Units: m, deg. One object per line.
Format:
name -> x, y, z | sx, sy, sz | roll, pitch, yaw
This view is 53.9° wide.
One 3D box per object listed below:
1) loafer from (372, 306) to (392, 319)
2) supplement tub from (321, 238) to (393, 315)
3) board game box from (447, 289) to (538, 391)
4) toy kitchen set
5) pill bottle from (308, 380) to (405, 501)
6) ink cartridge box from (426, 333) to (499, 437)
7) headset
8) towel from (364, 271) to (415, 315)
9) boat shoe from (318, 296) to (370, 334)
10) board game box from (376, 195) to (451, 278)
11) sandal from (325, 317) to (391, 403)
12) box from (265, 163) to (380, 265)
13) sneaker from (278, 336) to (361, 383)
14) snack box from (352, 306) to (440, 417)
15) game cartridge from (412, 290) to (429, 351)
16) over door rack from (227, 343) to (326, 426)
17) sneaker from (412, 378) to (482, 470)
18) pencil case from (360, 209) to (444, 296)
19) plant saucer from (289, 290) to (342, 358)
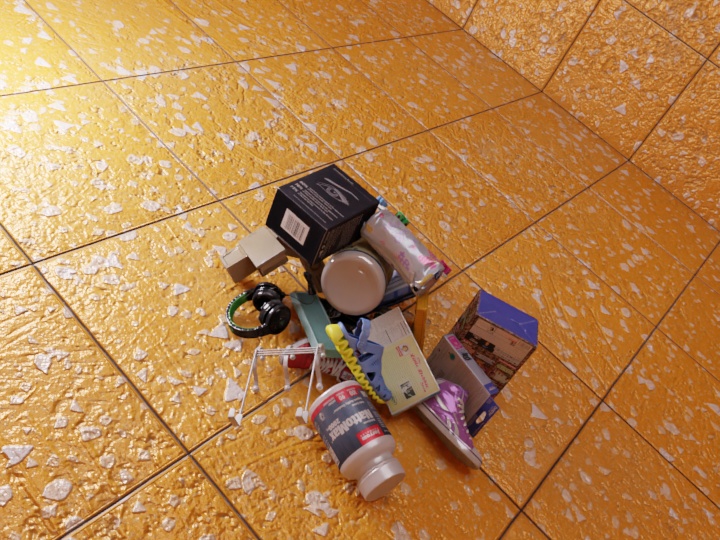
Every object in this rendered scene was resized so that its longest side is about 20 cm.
loafer -> 0.064, 0.176, 1.557 | 0.069, 0.075, 0.203 | -7, 67, -28
supplement tub -> 0.000, 0.000, 1.598 | 0.144, 0.146, 0.200 | 30, 22, 0
board game box -> 0.290, 0.173, 1.629 | 0.158, 0.201, 0.097 | 28, 37, -3
toy kitchen set -> -0.173, 0.011, 1.565 | 0.198, 0.182, 0.163 | -31, 29, -10
pill bottle -> -0.003, 0.323, 1.340 | 0.118, 0.120, 0.201 | -10, 53, -40
ink cartridge box -> 0.225, 0.253, 1.564 | 0.042, 0.120, 0.201 | -9, 52, -41
headset -> -0.188, 0.066, 1.482 | 0.197, 0.095, 0.124 | -18, 43, -11
towel -> 0.071, 0.028, 1.686 | 0.024, 0.145, 0.201 | 60, 17, -23
boat shoe -> -0.059, 0.097, 1.599 | 0.198, 0.063, 0.075 | 29, 40, 0
board game box -> 0.120, -0.084, 1.677 | 0.200, 0.026, 0.200 | 47, 1, -23
sandal -> 0.014, 0.176, 1.415 | 0.202, 0.086, 0.079 | 60, -9, -17
box -> -0.078, -0.123, 1.505 | 0.148, 0.105, 0.199 | 40, 40, 17
sneaker -> -0.068, 0.198, 1.474 | 0.198, 0.072, 0.113 | -5, 47, -39
snack box -> 0.075, 0.193, 1.502 | 0.115, 0.037, 0.202 | -26, 72, -2
game cartridge -> 0.138, 0.105, 1.609 | 0.032, 0.202, 0.178 | 8, 39, 4
over door rack -> -0.151, 0.223, 1.339 | 0.145, 0.067, 0.201 | -5, 34, 14
sneaker -> 0.208, 0.313, 1.492 | 0.114, 0.073, 0.201 | -36, 69, -17
pencil case -> 0.088, -0.038, 1.510 | 0.090, 0.083, 0.200 | -34, 72, -25
plant saucer -> -0.092, 0.109, 1.499 | 0.069, 0.019, 0.201 | 8, 33, -30
